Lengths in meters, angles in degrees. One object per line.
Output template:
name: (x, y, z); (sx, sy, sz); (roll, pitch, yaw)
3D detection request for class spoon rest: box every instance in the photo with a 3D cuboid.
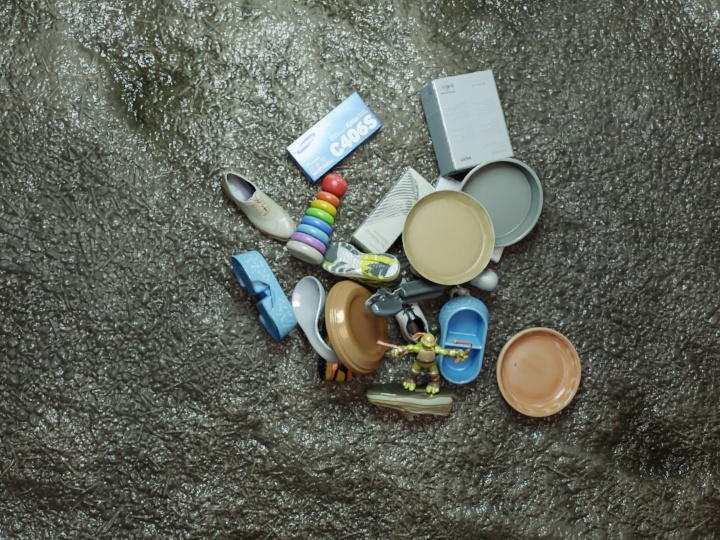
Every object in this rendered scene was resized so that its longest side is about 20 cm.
spoon rest: (-0.094, 0.100, 1.330); (0.099, 0.060, 0.201); (-46, 56, 28)

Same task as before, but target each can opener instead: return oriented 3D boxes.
can opener: (0.098, 0.059, 1.336); (0.199, 0.053, 0.067); (-14, 60, -30)

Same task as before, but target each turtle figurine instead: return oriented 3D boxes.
turtle figurine: (0.129, 0.186, 1.345); (0.199, 0.065, 0.162); (0, 129, -5)

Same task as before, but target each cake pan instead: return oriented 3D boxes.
cake pan: (0.299, -0.150, 1.389); (0.199, 0.037, 0.201); (-3, 110, -7)

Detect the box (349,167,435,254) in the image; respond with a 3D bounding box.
box: (0.071, -0.123, 1.395); (0.082, 0.068, 0.200); (39, 83, -6)

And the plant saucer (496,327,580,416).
plant saucer: (0.403, 0.230, 1.448); (0.199, 0.037, 0.201); (0, 89, -8)

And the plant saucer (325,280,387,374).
plant saucer: (0.000, 0.115, 1.327); (0.037, 0.200, 0.201); (-19, 93, 31)

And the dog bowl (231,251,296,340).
dog bowl: (-0.200, 0.049, 1.328); (0.049, 0.111, 0.201); (-30, 93, -22)

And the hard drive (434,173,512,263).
hard drive: (0.247, -0.118, 1.443); (0.199, 0.027, 0.133); (24, 85, -8)

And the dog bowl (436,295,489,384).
dog bowl: (0.224, 0.159, 1.394); (0.111, 0.050, 0.201); (6, 106, 0)

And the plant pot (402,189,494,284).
plant pot: (0.183, -0.070, 1.335); (0.199, 0.027, 0.201); (1, 85, -8)

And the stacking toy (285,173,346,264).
stacking toy: (-0.084, -0.118, 1.365); (0.085, 0.085, 0.201); (25, 78, -7)

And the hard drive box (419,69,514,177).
hard drive box: (0.235, -0.326, 1.407); (0.155, 0.077, 0.201); (-15, 91, -18)

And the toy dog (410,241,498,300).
toy dog: (0.204, -0.022, 1.404); (0.200, 0.132, 0.097); (35, 46, -11)

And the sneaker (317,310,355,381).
sneaker: (-0.034, 0.142, 1.382); (0.090, 0.070, 0.201); (10, 89, -21)

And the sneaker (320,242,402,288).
sneaker: (0.000, 0.000, 1.359); (0.199, 0.085, 0.075); (16, 67, 30)

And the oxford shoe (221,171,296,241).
oxford shoe: (-0.218, -0.134, 1.349); (0.200, 0.074, 0.071); (38, 83, -6)

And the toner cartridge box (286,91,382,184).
toner cartridge box: (-0.057, -0.290, 1.391); (0.200, 0.043, 0.095); (-41, 94, -7)

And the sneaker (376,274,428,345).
sneaker: (0.099, 0.075, 1.392); (0.073, 0.080, 0.201); (-30, 92, -6)

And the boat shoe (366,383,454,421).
boat shoe: (0.108, 0.297, 1.398); (0.199, 0.072, 0.077); (5, 104, -7)
